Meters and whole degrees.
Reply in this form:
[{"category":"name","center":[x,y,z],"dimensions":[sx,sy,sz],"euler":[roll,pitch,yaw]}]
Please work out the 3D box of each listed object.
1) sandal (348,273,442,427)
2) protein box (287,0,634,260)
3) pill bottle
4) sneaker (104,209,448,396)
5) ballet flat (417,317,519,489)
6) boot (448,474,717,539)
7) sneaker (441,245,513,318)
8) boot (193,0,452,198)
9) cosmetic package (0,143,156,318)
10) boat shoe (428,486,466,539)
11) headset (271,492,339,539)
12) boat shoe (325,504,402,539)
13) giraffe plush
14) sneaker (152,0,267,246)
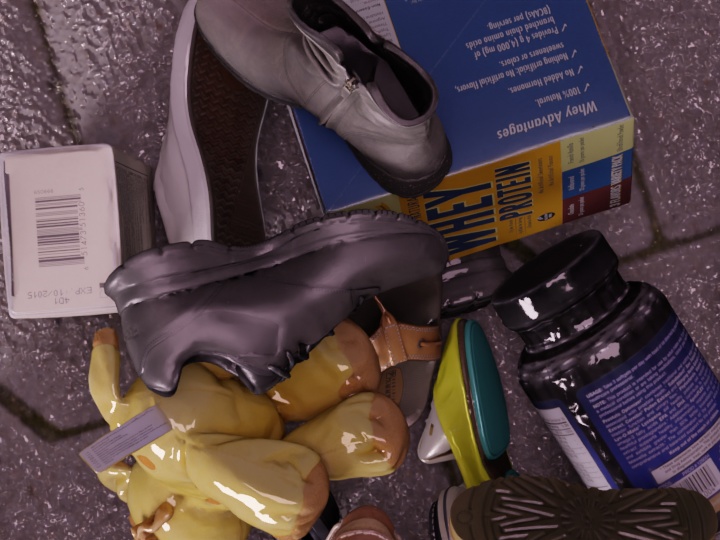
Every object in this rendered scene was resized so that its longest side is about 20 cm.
[{"category":"sandal","center":[0.017,0.051,1.334],"dimensions":[0.081,0.200,0.055],"euler":[-11,49,-10]},{"category":"protein box","center":[0.050,-0.126,1.330],"dimensions":[0.198,0.135,0.201],"euler":[-18,68,-1]},{"category":"pill bottle","center":[0.173,0.079,1.355],"dimensions":[0.112,0.112,0.200],"euler":[-33,100,-1]},{"category":"sneaker","center":[-0.043,0.021,1.204],"dimensions":[0.199,0.076,0.091],"euler":[-13,77,-6]},{"category":"ballet flat","center":[0.077,0.134,1.395],"dimensions":[0.067,0.067,0.201],"euler":[-19,91,21]},{"category":"boot","center":[0.134,0.222,1.329],"dimensions":[0.174,0.200,0.066],"euler":[5,45,-2]},{"category":"sneaker","center":[0.000,0.000,1.396],"dimensions":[0.199,0.076,0.091],"euler":[-14,83,-10]},{"category":"boot","center":[-0.023,-0.133,1.199],"dimensions":[0.200,0.131,0.068],"euler":[39,78,19]},{"category":"cosmetic package","center":[-0.176,-0.022,1.324],"dimensions":[0.071,0.200,0.106],"euler":[-4,88,1]},{"category":"boat shoe","center":[0.058,0.234,1.363],"dimensions":[0.062,0.075,0.201],"euler":[1,117,15]},{"category":"headset","center":[-0.072,0.158,1.398],"dimensions":[0.123,0.094,0.201],"euler":[-1,104,-5]},{"category":"boat shoe","center":[-0.004,0.230,1.350],"dimensions":[0.075,0.200,0.072],"euler":[13,45,-3]},{"category":"giraffe plush","center":[-0.085,0.120,1.278],"dimensions":[0.199,0.162,0.173],"euler":[-15,59,-21]},{"category":"sneaker","center":[-0.110,-0.091,1.374],"dimensions":[0.073,0.085,0.201],"euler":[-8,105,-39]}]
